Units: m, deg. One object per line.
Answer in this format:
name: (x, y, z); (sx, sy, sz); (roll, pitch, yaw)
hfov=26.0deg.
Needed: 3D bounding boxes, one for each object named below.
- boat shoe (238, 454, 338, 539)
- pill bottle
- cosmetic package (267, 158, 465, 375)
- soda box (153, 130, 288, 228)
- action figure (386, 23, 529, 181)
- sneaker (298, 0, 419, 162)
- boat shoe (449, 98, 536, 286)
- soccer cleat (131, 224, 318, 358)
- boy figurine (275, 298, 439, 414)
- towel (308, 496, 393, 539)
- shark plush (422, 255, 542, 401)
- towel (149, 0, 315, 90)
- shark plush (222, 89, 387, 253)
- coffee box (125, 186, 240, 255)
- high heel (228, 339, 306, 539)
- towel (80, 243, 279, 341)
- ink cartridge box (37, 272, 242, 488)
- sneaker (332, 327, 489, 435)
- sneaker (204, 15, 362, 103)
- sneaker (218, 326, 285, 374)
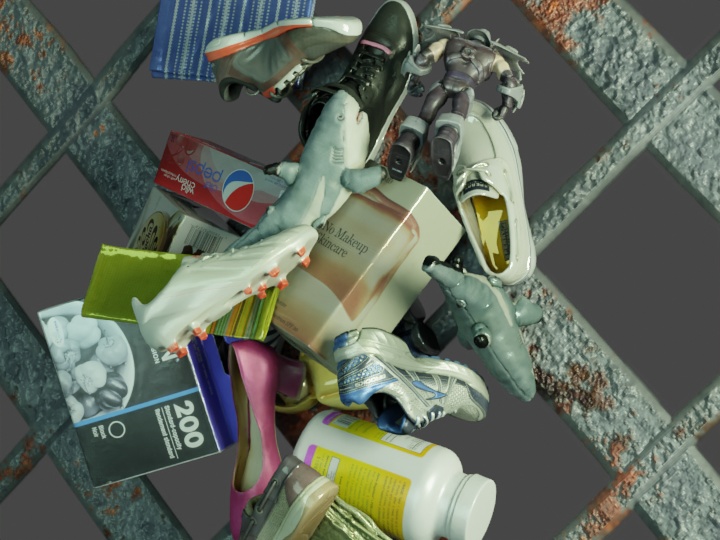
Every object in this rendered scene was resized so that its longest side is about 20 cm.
boat shoe: (-0.085, 0.247, 1.533); (0.065, 0.072, 0.200); (49, 139, 15)
pill bottle: (0.034, 0.219, 1.594); (0.199, 0.104, 0.105); (17, 93, 25)
cosmetic package: (0.000, 0.000, 1.587); (0.103, 0.087, 0.201); (27, 77, 45)
soda box: (-0.130, -0.089, 1.681); (0.199, 0.070, 0.064); (24, 98, 38)
action figure: (0.093, -0.178, 1.576); (0.129, 0.070, 0.201); (13, 52, 21)
sneaker: (-0.001, -0.196, 1.639); (0.070, 0.099, 0.201); (23, 94, 25)
boat shoe: (0.126, -0.083, 1.589); (0.070, 0.070, 0.202); (-15, 80, 22)
soccer cleat: (-0.134, 0.004, 1.530); (0.199, 0.069, 0.078); (-35, 74, -4)
boy figurine: (-0.019, 0.091, 1.649); (0.199, 0.064, 0.125); (-25, 78, 17)
towel: (-0.041, 0.304, 1.607); (0.148, 0.036, 0.200); (41, 131, 5)
shark plush: (0.125, 0.044, 1.522); (0.090, 0.201, 0.084); (-14, 48, 12)
towel: (-0.143, -0.280, 1.753); (0.198, 0.024, 0.146); (8, 88, 22)
shark plush: (-0.065, -0.088, 1.576); (0.200, 0.091, 0.083); (-40, 116, 12)
coffee box: (-0.219, 0.025, 1.709); (0.201, 0.079, 0.113); (-64, 31, 8)
high heel: (-0.119, 0.173, 1.584); (0.067, 0.096, 0.202); (16, 86, 50)
towel: (-0.181, 0.020, 1.578); (0.198, 0.018, 0.087); (7, 61, 13)
ink cartridge box: (-0.214, 0.107, 1.630); (0.198, 0.043, 0.200); (-17, 94, 4)
sneaker: (0.048, 0.128, 1.548); (0.077, 0.199, 0.086); (-22, 54, 46)
sneaker: (-0.077, -0.224, 1.671); (0.199, 0.077, 0.083); (-8, 93, 38)
sneaker: (-0.114, 0.050, 1.668); (0.070, 0.108, 0.200); (43, 104, 21)
